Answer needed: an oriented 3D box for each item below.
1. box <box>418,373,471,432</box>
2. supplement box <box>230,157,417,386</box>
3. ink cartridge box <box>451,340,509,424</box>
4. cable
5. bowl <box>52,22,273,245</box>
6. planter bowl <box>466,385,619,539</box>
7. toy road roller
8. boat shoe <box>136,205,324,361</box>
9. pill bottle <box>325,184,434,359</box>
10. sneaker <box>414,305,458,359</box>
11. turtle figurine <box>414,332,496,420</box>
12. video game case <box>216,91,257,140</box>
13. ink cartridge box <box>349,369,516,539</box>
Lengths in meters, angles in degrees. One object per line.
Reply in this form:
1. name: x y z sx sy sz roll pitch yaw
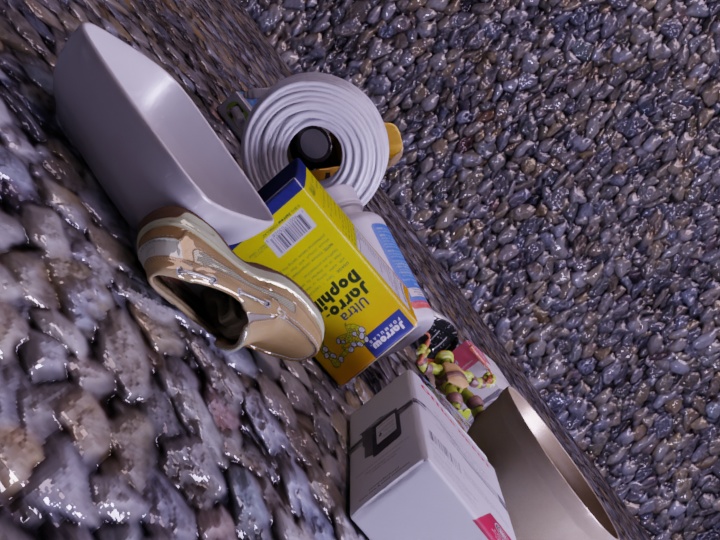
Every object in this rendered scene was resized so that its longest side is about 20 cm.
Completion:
1. box: 0.136 0.239 1.170 0.200 0.039 0.137 46 10 -36
2. supplement box: -0.044 0.000 0.951 0.201 0.109 0.109 49 9 -14
3. ink cartridge box: 0.223 0.233 1.498 0.201 0.082 0.146 58 10 33
4. cable: -0.061 -0.159 1.192 0.069 0.196 0.203 -89 162 -75
5. bowl: -0.176 -0.101 0.782 0.201 0.074 0.200 54 10 10
6. planter bowl: 0.175 0.252 1.006 0.201 0.134 0.200 50 9 -11
7. toy road roller: -0.030 -0.129 1.320 0.123 0.197 0.149 -26 -103 63
8. boat shoe: -0.100 0.034 0.711 0.199 0.071 0.077 36 31 -39
9. pill bottle: 0.000 0.000 1.102 0.202 0.111 0.112 63 12 18
10. sneaker: 0.096 0.078 1.496 0.200 0.074 0.080 46 5 -33
11. turtle figurine: 0.136 0.171 1.365 0.198 0.065 0.162 24 27 -31
12. video game case: -0.142 -0.203 1.454 0.182 0.045 0.200 53 8 -6
13. ink cartridge box: 0.063 0.197 0.810 0.146 0.083 0.200 50 9 -11
